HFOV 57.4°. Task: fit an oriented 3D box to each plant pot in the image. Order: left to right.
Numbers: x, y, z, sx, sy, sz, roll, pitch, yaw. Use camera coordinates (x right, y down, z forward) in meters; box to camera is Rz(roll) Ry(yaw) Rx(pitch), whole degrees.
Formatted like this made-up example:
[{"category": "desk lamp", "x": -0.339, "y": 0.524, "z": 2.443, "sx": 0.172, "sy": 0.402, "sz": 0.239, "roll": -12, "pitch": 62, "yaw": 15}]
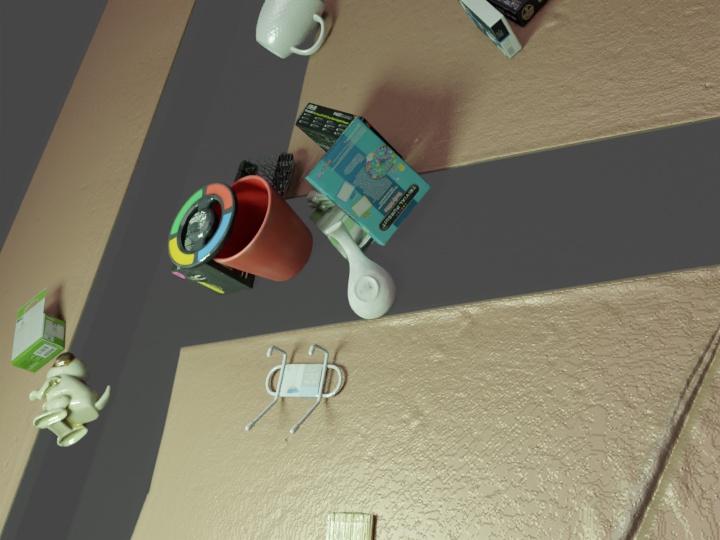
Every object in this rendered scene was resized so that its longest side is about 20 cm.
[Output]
[{"category": "plant pot", "x": -0.211, "y": -0.075, "z": 1.426, "sx": 0.199, "sy": 0.177, "sz": 0.202, "roll": -18, "pitch": 56, "yaw": 29}]

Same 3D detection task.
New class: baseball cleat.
[{"category": "baseball cleat", "x": -0.035, "y": -0.180, "z": 1.389, "sx": 0.199, "sy": 0.070, "sz": 0.107, "roll": 2, "pitch": 65, "yaw": 40}]

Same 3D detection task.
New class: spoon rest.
[{"category": "spoon rest", "x": 0.000, "y": 0.000, "z": 1.286, "sx": 0.099, "sy": 0.061, "sz": 0.201, "roll": -31, "pitch": 73, "yaw": 13}]

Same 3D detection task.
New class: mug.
[{"category": "mug", "x": -0.180, "y": -0.663, "z": 1.774, "sx": 0.199, "sy": 0.148, "sz": 0.176, "roll": 34, "pitch": 97, "yaw": 14}]

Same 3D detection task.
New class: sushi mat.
[{"category": "sushi mat", "x": -0.025, "y": 0.498, "z": 1.070, "sx": 0.095, "sy": 0.012, "sz": 0.202, "roll": -14, "pitch": 58, "yaw": 33}]

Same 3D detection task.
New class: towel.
[{"category": "towel", "x": -0.016, "y": -0.118, "z": 1.405, "sx": 0.149, "sy": 0.031, "sz": 0.200, "roll": -47, "pitch": 44, "yaw": 4}]

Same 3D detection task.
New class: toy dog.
[{"category": "toy dog", "x": -0.738, "y": 0.302, "z": 1.666, "sx": 0.193, "sy": 0.140, "sz": 0.200, "roll": -35, "pitch": 48, "yaw": 1}]

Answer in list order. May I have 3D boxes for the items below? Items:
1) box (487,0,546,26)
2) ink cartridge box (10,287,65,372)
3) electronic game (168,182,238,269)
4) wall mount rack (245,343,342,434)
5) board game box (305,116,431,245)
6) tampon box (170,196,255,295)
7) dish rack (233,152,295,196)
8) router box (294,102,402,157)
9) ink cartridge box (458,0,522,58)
[{"category": "box", "x": 0.332, "y": -0.624, "z": 1.394, "sx": 0.161, "sy": 0.049, "sz": 0.200, "roll": -48, "pitch": 46, "yaw": 9}, {"category": "ink cartridge box", "x": -0.950, "y": 0.174, "z": 1.946, "sx": 0.147, "sy": 0.076, "sz": 0.201, "roll": -34, "pitch": 48, "yaw": 20}, {"category": "electronic game", "x": -0.333, "y": -0.095, "z": 1.384, "sx": 0.199, "sy": 0.042, "sz": 0.202, "roll": -19, "pitch": 55, "yaw": 30}, {"category": "wall mount rack", "x": -0.136, "y": 0.231, "z": 1.265, "sx": 0.199, "sy": 0.074, "sz": 0.175, "roll": -7, "pitch": 62, "yaw": 36}, {"category": "board game box", "x": 0.016, "y": -0.172, "z": 1.282, "sx": 0.151, "sy": 0.200, "sz": 0.047, "roll": -50, "pitch": 13, "yaw": -4}, {"category": "tampon box", "x": -0.324, "y": -0.066, "z": 1.527, "sx": 0.125, "sy": 0.150, "sz": 0.202, "roll": -11, "pitch": 59, "yaw": 37}, {"category": "dish rack", "x": -0.237, "y": -0.212, "z": 1.613, "sx": 0.199, "sy": 0.054, "sz": 0.155, "roll": -3, "pitch": 66, "yaw": 35}, {"category": "router box", "x": -0.026, "y": -0.280, "z": 1.414, "sx": 0.199, "sy": 0.150, "sz": 0.062, "roll": 29, "pitch": 85, "yaw": 43}, {"category": "ink cartridge box", "x": 0.256, "y": -0.528, "z": 1.365, "sx": 0.039, "sy": 0.099, "sz": 0.201, "roll": -39, "pitch": 47, "yaw": 16}]
